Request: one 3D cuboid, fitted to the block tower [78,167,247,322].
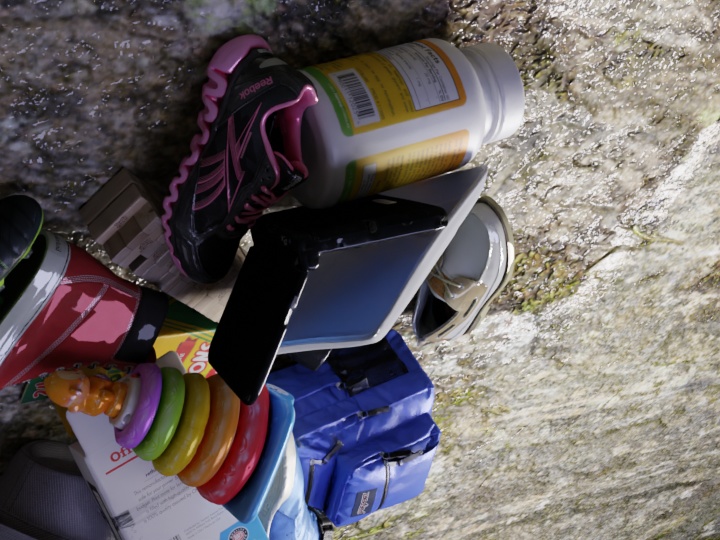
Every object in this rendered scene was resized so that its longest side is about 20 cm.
[{"bbox_3d":[-0.150,-0.013,1.103,0.058,0.054,0.200,-41,148,9],"label":"block tower"}]

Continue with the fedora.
[{"bbox_3d":[-0.267,0.218,1.224,0.199,0.176,0.091,31,81,-49],"label":"fedora"}]

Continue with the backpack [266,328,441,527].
[{"bbox_3d":[-0.028,0.171,1.356,0.198,0.168,0.164,-14,136,-25],"label":"backpack"}]

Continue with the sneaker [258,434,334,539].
[{"bbox_3d":[-0.075,0.229,1.268,0.111,0.076,0.203,-13,106,-61],"label":"sneaker"}]

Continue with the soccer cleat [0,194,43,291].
[{"bbox_3d":[-0.323,-0.001,0.947,0.199,0.068,0.081,-33,136,-4],"label":"soccer cleat"}]

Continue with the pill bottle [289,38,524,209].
[{"bbox_3d":[0.032,-0.127,1.074,0.198,0.111,0.112,-18,144,-27],"label":"pill bottle"}]

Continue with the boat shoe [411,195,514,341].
[{"bbox_3d":[0.103,0.009,1.354,0.068,0.075,0.201,-24,148,-28],"label":"boat shoe"}]

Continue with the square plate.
[{"bbox_3d":[0.000,0.000,1.093,0.029,0.197,0.201,51,55,-22],"label":"square plate"}]

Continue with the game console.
[{"bbox_3d":[-0.032,0.014,1.028,0.174,0.200,0.118,-12,100,-14],"label":"game console"}]

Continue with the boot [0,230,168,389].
[{"bbox_3d":[-0.249,0.075,1.064,0.144,0.073,0.200,30,113,-34],"label":"boot"}]

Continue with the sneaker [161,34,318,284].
[{"bbox_3d":[-0.087,-0.072,1.003,0.079,0.095,0.202,-18,131,-55],"label":"sneaker"}]

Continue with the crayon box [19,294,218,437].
[{"bbox_3d":[-0.196,0.084,1.187,0.198,0.051,0.128,-6,138,-39],"label":"crayon box"}]

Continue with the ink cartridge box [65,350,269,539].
[{"bbox_3d":[-0.176,0.181,1.154,0.115,0.202,0.068,-28,-167,-22],"label":"ink cartridge box"}]

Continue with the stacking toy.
[{"bbox_3d":[-0.161,0.117,1.055,0.198,0.116,0.111,23,87,-25],"label":"stacking toy"}]

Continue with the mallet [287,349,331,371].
[{"bbox_3d":[-0.053,0.053,1.201,0.041,0.066,0.200,-55,178,-10],"label":"mallet"}]
